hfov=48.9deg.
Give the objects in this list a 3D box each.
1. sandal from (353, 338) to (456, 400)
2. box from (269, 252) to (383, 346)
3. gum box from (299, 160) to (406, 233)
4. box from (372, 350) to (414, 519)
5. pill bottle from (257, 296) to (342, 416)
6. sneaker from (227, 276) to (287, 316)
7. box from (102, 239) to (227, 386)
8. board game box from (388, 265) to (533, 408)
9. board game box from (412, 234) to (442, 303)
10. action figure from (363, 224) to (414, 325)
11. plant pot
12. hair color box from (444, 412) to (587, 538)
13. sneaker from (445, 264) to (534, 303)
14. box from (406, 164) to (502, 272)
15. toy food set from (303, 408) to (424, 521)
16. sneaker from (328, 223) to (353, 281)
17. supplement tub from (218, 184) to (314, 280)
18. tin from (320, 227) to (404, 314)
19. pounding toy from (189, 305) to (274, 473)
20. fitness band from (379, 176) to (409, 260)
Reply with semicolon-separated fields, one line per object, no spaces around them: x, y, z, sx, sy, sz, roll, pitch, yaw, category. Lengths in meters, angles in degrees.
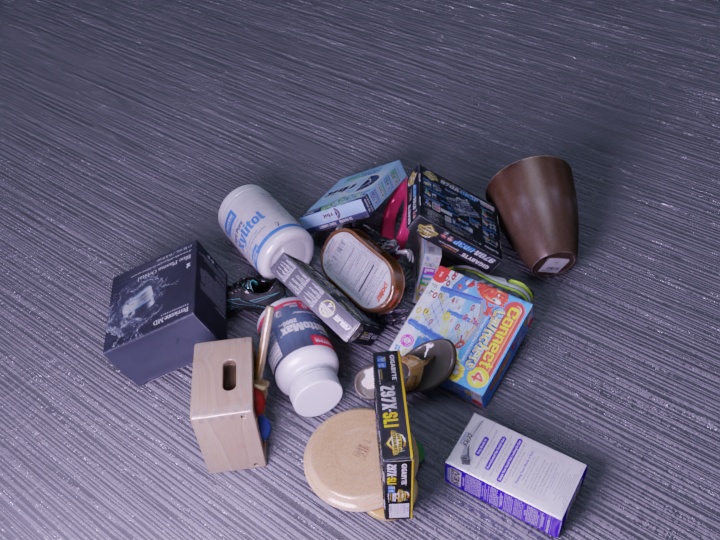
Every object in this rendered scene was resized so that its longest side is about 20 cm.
0.074;0.175;1.380;0.198;0.055;0.083;-16;76;16;sandal
-0.060;0.056;1.462;0.200;0.161;0.049;41;92;17;box
-0.014;-0.159;1.705;0.168;0.045;0.200;-13;24;36;gum box
0.049;0.249;1.214;0.049;0.161;0.201;-5;43;0;box
-0.105;0.155;1.421;0.118;0.120;0.201;-17;46;-12;pill bottle
-0.240;0.046;1.574;0.197;0.080;0.076;-2;44;5;sneaker
-0.360;0.078;1.483;0.195;0.118;0.201;-23;43;12;box
0.185;0.116;1.443;0.194;0.056;0.201;23;67;26;board game box
0.133;-0.052;1.597;0.034;0.135;0.201;7;45;-3;board game box
0.058;0.001;1.545;0.101;0.119;0.202;-10;68;4;action figure
0.367;-0.094;1.612;0.184;0.188;0.202;-8;59;-3;plant pot
0.244;0.323;1.261;0.198;0.065;0.109;23;51;23;hair color box
0.231;0.049;1.536;0.198;0.074;0.081;12;50;19;sneaker
0.182;-0.102;1.538;0.198;0.046;0.160;26;41;-20;box
0.005;0.310;1.305;0.197;0.049;0.199;4;45;10;toy food set
-0.017;-0.016;1.631;0.090;0.078;0.202;5;52;-2;sneaker
-0.198;-0.077;1.657;0.131;0.133;0.200;-29;49;-23;supplement tub
0.000;0.000;1.495;0.200;0.113;0.042;41;23;33;tin
-0.201;0.198;1.339;0.140;0.185;0.201;-6;44;-2;pounding toy
0.083;-0.109;1.660;0.037;0.144;0.201;19;41;-13;fitness band
